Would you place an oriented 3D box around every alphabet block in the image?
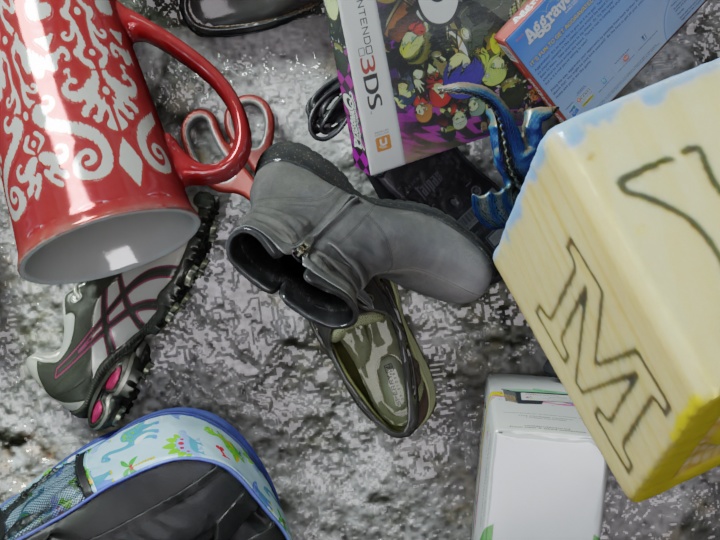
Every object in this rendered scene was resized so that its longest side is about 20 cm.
[{"bbox_3d":[0.226,0.002,1.252,0.194,0.197,0.201,-22,69,-15],"label":"alphabet block"}]

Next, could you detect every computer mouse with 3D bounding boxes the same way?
[{"bbox_3d":[0.061,-0.093,1.449,0.200,0.046,0.141,44,76,-11],"label":"computer mouse"}]

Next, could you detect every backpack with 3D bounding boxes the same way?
[{"bbox_3d":[-0.156,0.200,1.429,0.199,0.147,0.183,-31,114,6],"label":"backpack"}]

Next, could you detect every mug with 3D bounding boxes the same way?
[{"bbox_3d":[-0.188,-0.110,1.386,0.177,0.133,0.201,-10,73,-31],"label":"mug"}]

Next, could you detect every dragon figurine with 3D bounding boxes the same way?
[{"bbox_3d":[0.115,-0.062,1.366,0.058,0.200,0.100,1,74,27],"label":"dragon figurine"}]

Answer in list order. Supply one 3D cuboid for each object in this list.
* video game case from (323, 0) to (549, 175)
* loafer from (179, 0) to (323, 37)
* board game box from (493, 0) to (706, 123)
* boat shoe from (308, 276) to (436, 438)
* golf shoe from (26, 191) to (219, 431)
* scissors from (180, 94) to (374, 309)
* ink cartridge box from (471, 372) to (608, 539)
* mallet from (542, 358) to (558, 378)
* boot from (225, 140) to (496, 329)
[{"bbox_3d":[0.073,-0.183,1.383,0.199,0.036,0.182,-19,115,-17],"label":"video game case"},{"bbox_3d":[-0.041,-0.225,1.408,0.199,0.072,0.073,-24,98,3],"label":"loafer"},{"bbox_3d":[0.194,-0.204,1.401,0.200,0.019,0.103,-46,122,-6],"label":"board game box"},{"bbox_3d":[-0.002,0.034,1.451,0.071,0.066,0.202,-25,96,7],"label":"boat shoe"},{"bbox_3d":[-0.176,0.020,1.447,0.088,0.077,0.201,31,97,2],"label":"golf shoe"},{"bbox_3d":[-0.065,-0.042,1.436,0.073,0.014,0.201,-28,79,-3],"label":"scissors"},{"bbox_3d":[0.127,0.166,1.407,0.083,0.200,0.146,5,99,2],"label":"ink cartridge box"},{"bbox_3d":[0.172,-0.017,1.444,0.066,0.041,0.201,26,102,-5],"label":"mallet"},{"bbox_3d":[0.000,0.000,1.359,0.199,0.132,0.070,24,125,-9],"label":"boot"}]
